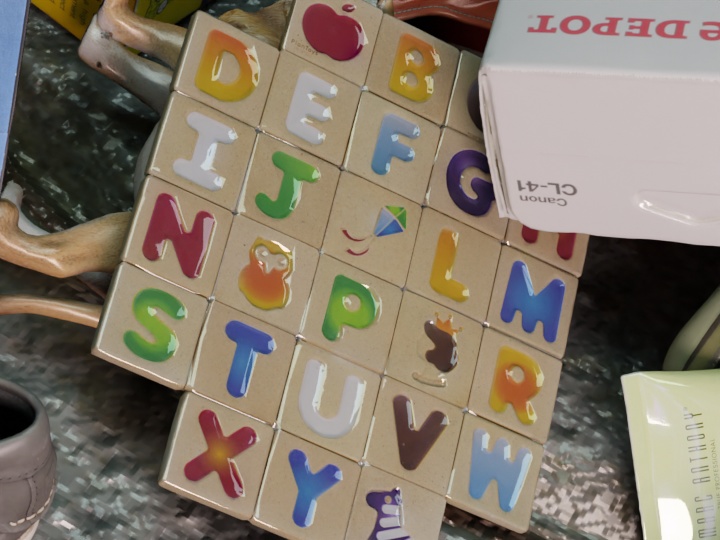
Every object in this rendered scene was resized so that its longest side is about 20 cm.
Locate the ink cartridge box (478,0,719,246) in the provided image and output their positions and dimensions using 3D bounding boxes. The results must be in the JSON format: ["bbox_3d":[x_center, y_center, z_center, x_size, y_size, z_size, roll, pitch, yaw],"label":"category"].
[{"bbox_3d":[0.134,-0.111,0.862,0.147,0.086,0.201,4,50,17],"label":"ink cartridge box"}]

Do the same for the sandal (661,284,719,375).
[{"bbox_3d":[0.172,-0.027,0.893,0.201,0.080,0.057,-42,48,-17],"label":"sandal"}]

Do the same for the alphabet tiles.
[{"bbox_3d":[0.000,0.000,0.833,0.166,0.006,0.201,24,61,-18],"label":"alphabet tiles"}]

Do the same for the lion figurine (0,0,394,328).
[{"bbox_3d":[-0.057,-0.031,0.865,0.122,0.072,0.201,29,60,-9],"label":"lion figurine"}]

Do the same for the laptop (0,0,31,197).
[{"bbox_3d":[-0.201,-0.045,0.729,0.186,0.116,0.201,9,38,-5],"label":"laptop"}]

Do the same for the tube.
[{"bbox_3d":[0.181,0.059,0.864,0.199,0.052,0.058,-9,53,-25],"label":"tube"}]

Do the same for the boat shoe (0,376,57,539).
[{"bbox_3d":[-0.189,0.034,0.762,0.199,0.057,0.067,18,46,-3],"label":"boat shoe"}]

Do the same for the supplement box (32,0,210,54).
[{"bbox_3d":[-0.123,-0.195,0.951,0.200,0.110,0.109,37,49,15],"label":"supplement box"}]

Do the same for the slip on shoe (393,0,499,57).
[{"bbox_3d":[0.088,-0.077,0.945,0.199,0.074,0.061,18,56,4],"label":"slip on shoe"}]
